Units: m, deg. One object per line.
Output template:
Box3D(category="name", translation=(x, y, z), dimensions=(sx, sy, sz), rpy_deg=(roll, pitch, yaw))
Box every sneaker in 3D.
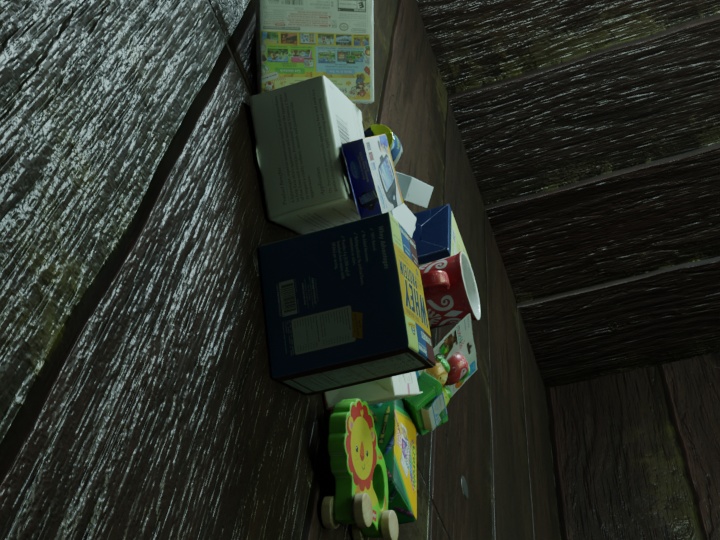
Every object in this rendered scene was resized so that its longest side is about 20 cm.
Box3D(category="sneaker", translation=(0.001, -0.156, 1.647), dimensions=(0.074, 0.200, 0.082), rpy_deg=(49, 16, 21))

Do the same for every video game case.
Box3D(category="video game case", translation=(-0.071, -0.360, 1.544), dimensions=(0.023, 0.199, 0.183), rpy_deg=(16, -71, 63))

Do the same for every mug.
Box3D(category="mug", translation=(0.110, 0.038, 1.839), dimensions=(0.178, 0.199, 0.134), rpy_deg=(60, 22, -43))

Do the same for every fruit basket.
Box3D(category="fruit basket", translation=(0.151, 0.200, 1.773), dimensions=(0.094, 0.200, 0.186), rpy_deg=(37, -25, 35))

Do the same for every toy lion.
Box3D(category="toy lion", translation=(-0.001, 0.293, 1.428), dimensions=(0.200, 0.068, 0.192), rpy_deg=(52, 36, -58))

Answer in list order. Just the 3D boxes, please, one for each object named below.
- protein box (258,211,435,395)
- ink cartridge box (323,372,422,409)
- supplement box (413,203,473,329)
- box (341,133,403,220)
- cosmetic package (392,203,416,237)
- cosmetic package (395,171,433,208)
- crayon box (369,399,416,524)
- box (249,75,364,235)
Box3D(category="protein box", translation=(-0.019, 0.051, 1.366), dimensions=(0.135, 0.199, 0.199), rpy_deg=(42, 37, -64))
Box3D(category="ink cartridge box", translation=(0.023, 0.181, 1.559), dimensions=(0.200, 0.116, 0.068), rpy_deg=(23, 55, -72))
Box3D(category="supplement box", translation=(0.170, -0.006, 2.215), dimensions=(0.200, 0.134, 0.200), rpy_deg=(-81, 152, -55))
Box3D(category="box", translation=(0.019, -0.146, 1.489), dimensions=(0.200, 0.041, 0.119), rpy_deg=(-44, 119, -75))
Box3D(category="cosmetic package", translation=(0.011, -0.130, 1.754), dimensions=(0.200, 0.074, 0.102), rpy_deg=(50, 22, -13))
Box3D(category="cosmetic package", translation=(0.050, -0.174, 1.906), dimensions=(0.200, 0.150, 0.052), rpy_deg=(2, 108, -75))
Box3D(category="crayon box", translation=(0.051, 0.317, 1.646), dimensions=(0.200, 0.058, 0.119), rpy_deg=(-87, 158, -47))
Box3D(category="box", translation=(-0.068, -0.171, 1.519), dimensions=(0.200, 0.130, 0.200), rpy_deg=(23, 55, -72))
